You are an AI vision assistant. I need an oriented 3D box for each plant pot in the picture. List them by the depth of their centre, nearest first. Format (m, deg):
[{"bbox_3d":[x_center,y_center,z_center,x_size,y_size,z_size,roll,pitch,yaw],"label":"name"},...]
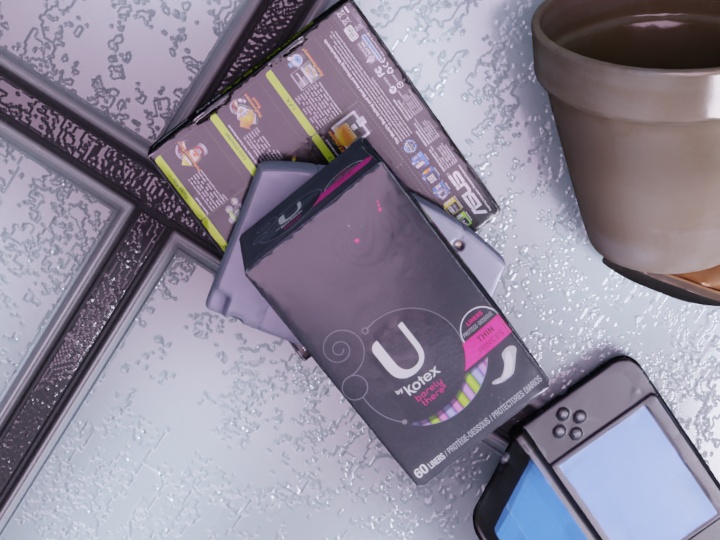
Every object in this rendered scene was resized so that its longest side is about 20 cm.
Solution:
[{"bbox_3d":[0.224,-0.101,1.164,0.197,0.201,0.175,-7,119,-3],"label":"plant pot"}]

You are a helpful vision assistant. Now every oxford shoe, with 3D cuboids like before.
[{"bbox_3d":[0.279,-0.005,1.243,0.197,0.071,0.072,12,90,-16],"label":"oxford shoe"}]

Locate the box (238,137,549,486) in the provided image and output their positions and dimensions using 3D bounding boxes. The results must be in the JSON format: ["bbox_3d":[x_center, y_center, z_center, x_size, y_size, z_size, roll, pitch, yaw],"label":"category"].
[{"bbox_3d":[0.022,0.027,1.127,0.122,0.106,0.201,-38,105,4],"label":"box"}]

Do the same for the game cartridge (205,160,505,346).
[{"bbox_3d":[0.000,0.000,1.190,0.198,0.041,0.134,21,105,-11],"label":"game cartridge"}]

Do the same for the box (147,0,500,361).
[{"bbox_3d":[-0.026,-0.068,1.213,0.192,0.048,0.201,-37,103,6],"label":"box"}]

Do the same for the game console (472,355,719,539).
[{"bbox_3d":[0.201,0.201,1.251,0.175,0.116,0.201,-35,103,4],"label":"game console"}]
